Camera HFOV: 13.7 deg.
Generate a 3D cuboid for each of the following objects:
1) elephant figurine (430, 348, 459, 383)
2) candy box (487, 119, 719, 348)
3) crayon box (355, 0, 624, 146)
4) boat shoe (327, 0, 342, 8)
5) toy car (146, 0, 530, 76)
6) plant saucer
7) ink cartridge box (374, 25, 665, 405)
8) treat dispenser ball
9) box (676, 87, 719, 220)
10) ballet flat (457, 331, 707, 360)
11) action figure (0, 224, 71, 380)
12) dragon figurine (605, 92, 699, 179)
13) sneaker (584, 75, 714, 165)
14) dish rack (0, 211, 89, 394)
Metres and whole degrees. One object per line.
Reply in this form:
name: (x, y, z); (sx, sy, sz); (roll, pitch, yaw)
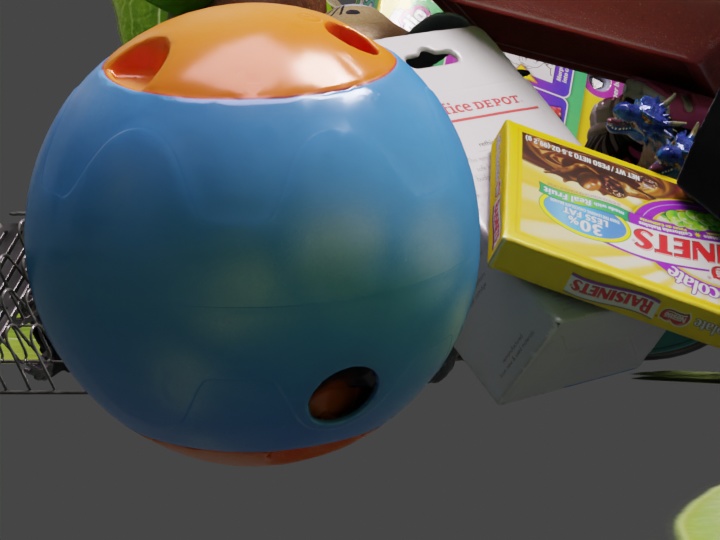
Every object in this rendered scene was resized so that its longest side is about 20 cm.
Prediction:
elephant figurine: (0.000, 0.000, 1.723); (0.154, 0.142, 0.200); (18, 2, -10)
candy box: (0.160, -0.008, 1.527); (0.199, 0.026, 0.103); (19, 40, -11)
crayon box: (0.079, -0.130, 1.889); (0.172, 0.201, 0.058); (19, -29, -14)
boat shoe: (-0.035, -0.157, 1.962); (0.074, 0.069, 0.200); (-21, -20, 24)
toy car: (-0.011, -0.125, 1.712); (0.199, 0.159, 0.164); (-4, -14, 27)
plant saucer: (0.128, -0.139, 1.688); (0.198, 0.037, 0.200); (16, -2, 13)
ink cartridge box: (0.069, -0.033, 1.577); (0.115, 0.200, 0.067); (-11, -35, -43)
treat dispenser ball: (-0.047, -0.016, 1.305); (0.199, 0.203, 0.201); (-3, 3, 0)
box: (0.307, -0.042, 1.536); (0.199, 0.118, 0.197); (-6, 39, -45)
ballet flat: (0.131, 0.019, 1.769); (0.199, 0.074, 0.073); (-4, 2, 27)
action figure: (-0.225, 0.017, 1.795); (0.199, 0.102, 0.119); (35, -26, 6)
dragon figurine: (0.191, -0.036, 1.640); (0.199, 0.059, 0.099); (18, -46, -43)
sneaker: (0.168, -0.058, 1.737); (0.073, 0.088, 0.200); (17, -7, -9)
dish rack: (-0.159, 0.007, 1.659); (0.199, 0.055, 0.154); (-1, 44, 30)
